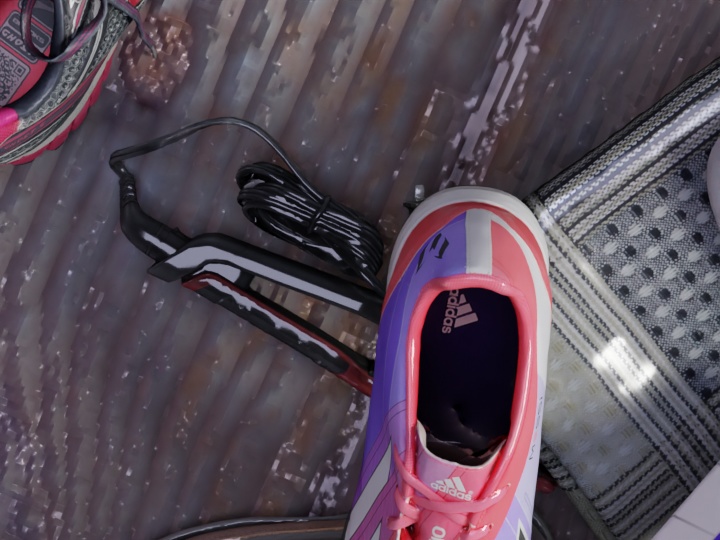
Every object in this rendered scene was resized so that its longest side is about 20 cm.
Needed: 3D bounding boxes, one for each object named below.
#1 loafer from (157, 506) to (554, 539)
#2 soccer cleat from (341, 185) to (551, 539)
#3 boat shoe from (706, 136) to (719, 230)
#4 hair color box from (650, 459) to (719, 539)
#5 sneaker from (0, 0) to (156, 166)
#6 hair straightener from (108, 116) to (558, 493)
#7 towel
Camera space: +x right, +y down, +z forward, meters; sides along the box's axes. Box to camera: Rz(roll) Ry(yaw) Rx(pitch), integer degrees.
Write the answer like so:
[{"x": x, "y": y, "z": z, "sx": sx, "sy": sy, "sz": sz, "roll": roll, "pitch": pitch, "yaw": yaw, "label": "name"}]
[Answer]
[{"x": -0.027, "y": 0.124, "z": 1.020, "sx": 0.199, "sy": 0.063, "sz": 0.072, "roll": -16, "pitch": 96, "yaw": 4, "label": "loafer"}, {"x": 0.028, "y": 0.076, "z": 0.936, "sx": 0.068, "sy": 0.073, "sz": 0.201, "roll": 6, "pitch": 108, "yaw": 1, "label": "soccer cleat"}, {"x": 0.192, "y": 0.024, "z": 0.947, "sx": 0.069, "sy": 0.057, "sz": 0.200, "roll": -41, "pitch": 111, "yaw": 10, "label": "boat shoe"}, {"x": 0.124, "y": 0.141, "z": 0.907, "sx": 0.109, "sy": 0.065, "sz": 0.200, "roll": 26, "pitch": 63, "yaw": 38, "label": "hair color box"}, {"x": -0.090, "y": -0.122, "z": 0.992, "sx": 0.080, "sy": 0.075, "sz": 0.201, "roll": 27, "pitch": 96, "yaw": 0, "label": "sneaker"}, {"x": 0.000, "y": 0.000, "z": 1.024, "sx": 0.199, "sy": 0.041, "sz": 0.077, "roll": 30, "pitch": 96, "yaw": 4, "label": "hair straightener"}, {"x": 0.148, "y": 0.024, "z": 0.985, "sx": 0.192, "sy": 0.035, "sz": 0.200, "roll": -36, "pitch": 114, "yaw": 5, "label": "towel"}]
